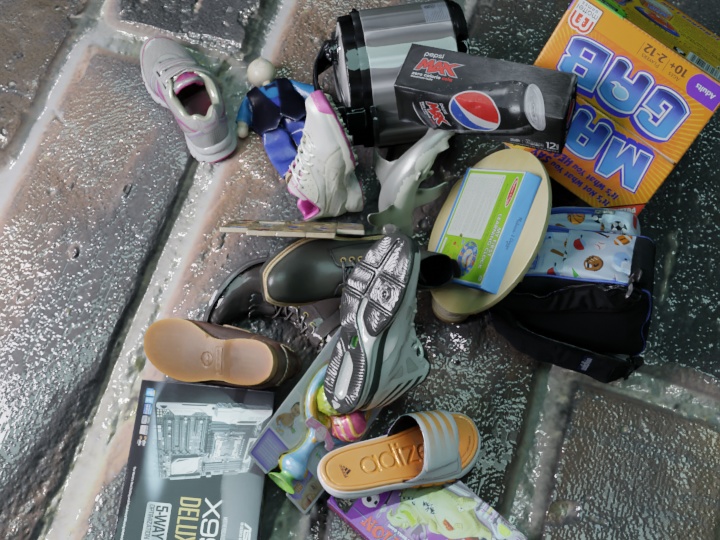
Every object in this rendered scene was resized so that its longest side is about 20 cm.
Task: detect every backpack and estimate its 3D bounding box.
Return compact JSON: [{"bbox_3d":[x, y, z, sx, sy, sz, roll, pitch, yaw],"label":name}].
[{"bbox_3d":[0.242,0.015,1.216,0.187,0.201,0.156,2,53,11],"label":"backpack"}]

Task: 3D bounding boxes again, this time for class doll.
[{"bbox_3d":[-0.098,-0.202,1.377,0.135,0.049,0.202,-25,61,-7],"label":"doll"}]

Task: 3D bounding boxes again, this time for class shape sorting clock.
[{"bbox_3d":[0.145,-0.044,1.193,0.039,0.199,0.203,25,61,-26],"label":"shape sorting clock"}]

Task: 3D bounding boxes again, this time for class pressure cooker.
[{"bbox_3d":[0.037,-0.250,1.331,0.196,0.176,0.182,-8,95,-4],"label":"pressure cooker"}]

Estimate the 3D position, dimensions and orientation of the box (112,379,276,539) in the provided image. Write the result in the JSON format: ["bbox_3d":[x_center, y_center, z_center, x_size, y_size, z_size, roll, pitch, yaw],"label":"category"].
[{"bbox_3d":[-0.181,0.230,1.163,0.155,0.050,0.203,6,63,0],"label":"box"}]

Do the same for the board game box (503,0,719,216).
[{"bbox_3d":[0.314,-0.214,1.264,0.199,0.201,0.200,36,32,7],"label":"board game box"}]

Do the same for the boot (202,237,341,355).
[{"bbox_3d":[-0.068,0.058,1.241,0.198,0.070,0.175,-31,69,-18],"label":"boot"}]

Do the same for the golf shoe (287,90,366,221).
[{"bbox_3d":[-0.049,-0.129,1.264,0.090,0.201,0.076,-22,52,-6],"label":"golf shoe"}]

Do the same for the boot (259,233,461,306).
[{"bbox_3d":[0.000,0.000,1.169,0.198,0.138,0.079,-18,107,-31],"label":"boot"}]

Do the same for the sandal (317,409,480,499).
[{"bbox_3d":[0.053,0.198,1.144,0.204,0.060,0.080,-12,56,-28],"label":"sandal"}]

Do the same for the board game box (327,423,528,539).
[{"bbox_3d":[0.074,0.280,1.164,0.199,0.032,0.120,38,72,15],"label":"board game box"}]

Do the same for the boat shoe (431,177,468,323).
[{"bbox_3d":[0.132,-0.036,1.298,0.070,0.065,0.203,9,64,2],"label":"boat shoe"}]

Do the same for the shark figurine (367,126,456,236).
[{"bbox_3d":[0.058,-0.131,1.247,0.127,0.216,0.090,-1,42,-49],"label":"shark figurine"}]

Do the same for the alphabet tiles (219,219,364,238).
[{"bbox_3d":[-0.077,-0.050,1.235,0.164,0.200,0.008,2,96,-1],"label":"alphabet tiles"}]

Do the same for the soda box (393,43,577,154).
[{"bbox_3d":[0.141,-0.194,1.177,0.197,0.064,0.072,14,61,18],"label":"soda box"}]

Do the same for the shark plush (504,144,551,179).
[{"bbox_3d":[0.216,-0.151,1.340,0.083,0.091,0.201,37,63,0],"label":"shark plush"}]

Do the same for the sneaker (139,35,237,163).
[{"bbox_3d":[-0.227,-0.242,1.368,0.081,0.089,0.201,-31,69,-16],"label":"sneaker"}]

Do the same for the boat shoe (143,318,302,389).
[{"bbox_3d":[-0.160,0.099,1.206,0.197,0.070,0.072,12,93,31],"label":"boat shoe"}]

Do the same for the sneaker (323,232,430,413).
[{"bbox_3d":[0.036,0.057,1.136,0.075,0.114,0.203,30,105,38],"label":"sneaker"}]

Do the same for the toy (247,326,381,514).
[{"bbox_3d":[-0.026,0.164,1.170,0.201,0.116,0.047,-50,32,-20],"label":"toy"}]
